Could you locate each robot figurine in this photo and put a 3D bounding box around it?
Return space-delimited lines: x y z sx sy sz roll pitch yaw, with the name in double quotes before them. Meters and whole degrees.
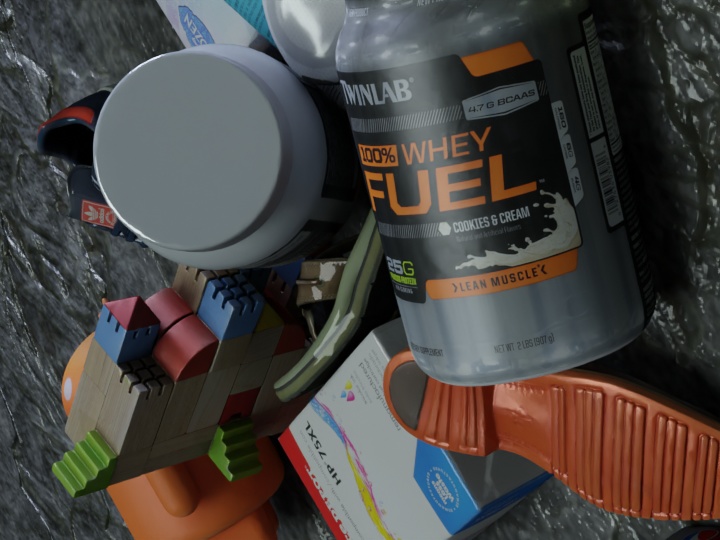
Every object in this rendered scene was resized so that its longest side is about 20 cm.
"robot figurine" -0.128 0.111 1.180 0.116 0.144 0.201 -20 102 41

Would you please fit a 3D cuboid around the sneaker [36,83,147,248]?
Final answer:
"sneaker" -0.145 -0.040 1.151 0.200 0.084 0.075 46 142 29

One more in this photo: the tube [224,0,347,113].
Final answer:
"tube" -0.043 -0.148 0.908 0.200 0.050 0.078 42 140 2

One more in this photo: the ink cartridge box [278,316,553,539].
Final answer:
"ink cartridge box" 0.023 0.113 1.017 0.117 0.067 0.200 58 147 14

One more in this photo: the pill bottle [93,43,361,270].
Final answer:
"pill bottle" -0.067 -0.058 0.914 0.117 0.116 0.200 64 -172 3

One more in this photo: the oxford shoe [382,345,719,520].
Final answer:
"oxford shoe" 0.112 0.065 0.867 0.199 0.073 0.072 18 121 27

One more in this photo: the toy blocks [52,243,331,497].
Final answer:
"toy blocks" -0.088 0.045 1.040 0.100 0.199 0.137 45 130 30

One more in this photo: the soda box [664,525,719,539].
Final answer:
"soda box" 0.193 0.229 0.846 0.070 0.063 0.202 -10 102 57

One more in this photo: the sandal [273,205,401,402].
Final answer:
"sandal" 0.001 -0.001 0.975 0.057 0.080 0.202 46 133 21

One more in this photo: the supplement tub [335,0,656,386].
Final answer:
"supplement tub" 0.060 -0.058 0.808 0.122 0.122 0.202 2 111 55

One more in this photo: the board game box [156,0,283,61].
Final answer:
"board game box" -0.086 -0.234 0.984 0.201 0.043 0.199 57 146 14

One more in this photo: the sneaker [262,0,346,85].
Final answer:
"sneaker" -0.020 -0.187 0.824 0.074 0.087 0.202 6 104 12
